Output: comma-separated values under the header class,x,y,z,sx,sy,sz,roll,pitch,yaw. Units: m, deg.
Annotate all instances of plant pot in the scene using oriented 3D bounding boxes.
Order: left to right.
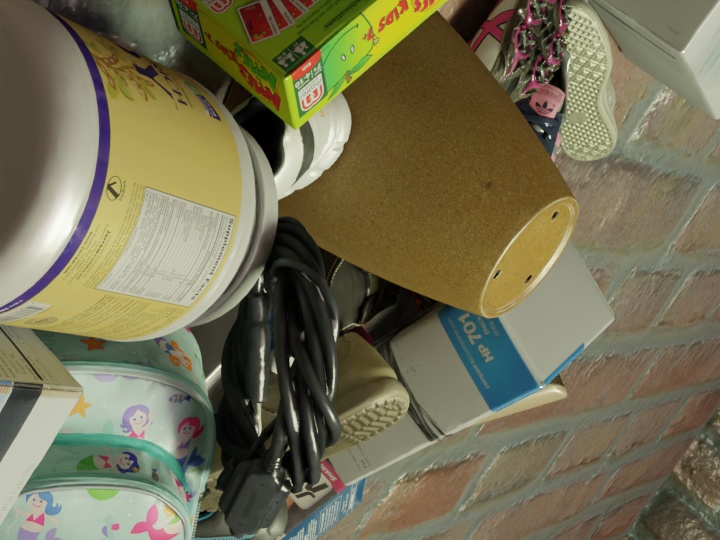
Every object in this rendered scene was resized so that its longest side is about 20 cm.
class,x,y,z,sx,sy,sz,roll,pitch,yaw
plant pot,0.038,-0.065,0.864,0.186,0.200,0.187,-38,154,-23

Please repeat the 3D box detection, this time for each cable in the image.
class,x,y,z,sx,sy,sz,roll,pitch,yaw
cable,-0.045,0.052,0.769,0.050,0.165,0.201,9,142,-12

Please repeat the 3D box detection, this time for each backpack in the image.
class,x,y,z,sx,sy,sz,roll,pitch,yaw
backpack,-0.174,0.119,0.801,0.175,0.151,0.202,6,119,-20

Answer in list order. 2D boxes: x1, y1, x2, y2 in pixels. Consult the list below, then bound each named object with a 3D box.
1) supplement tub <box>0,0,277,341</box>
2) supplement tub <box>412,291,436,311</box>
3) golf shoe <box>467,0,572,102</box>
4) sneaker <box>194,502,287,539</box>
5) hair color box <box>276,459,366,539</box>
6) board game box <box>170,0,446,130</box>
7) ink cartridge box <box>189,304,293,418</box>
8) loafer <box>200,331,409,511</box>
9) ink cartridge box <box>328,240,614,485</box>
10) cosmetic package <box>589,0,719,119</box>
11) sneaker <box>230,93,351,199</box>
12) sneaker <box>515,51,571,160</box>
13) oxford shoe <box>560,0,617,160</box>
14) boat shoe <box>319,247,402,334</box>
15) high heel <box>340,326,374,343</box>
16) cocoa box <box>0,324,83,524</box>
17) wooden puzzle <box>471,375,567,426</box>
class,x,y,z,sx,sy,sz,roll,pitch,yaw
supplement tub,-0.140,-0.042,0.658,0.146,0.145,0.199,-54,155,9
supplement tub,0.100,-0.004,1.144,0.123,0.122,0.201,-45,154,-11
golf shoe,0.092,-0.150,0.999,0.073,0.091,0.202,49,60,-44
sneaker,-0.158,0.198,1.015,0.198,0.074,0.082,-26,136,7
hair color box,-0.097,0.207,1.128,0.199,0.100,0.061,-35,153,-31
board game box,-0.002,-0.181,0.752,0.200,0.101,0.048,-42,155,-17
ink cartridge box,-0.088,0.077,1.002,0.116,0.068,0.201,-44,155,-12
loafer,-0.060,0.107,0.919,0.198,0.069,0.076,-26,149,13
ink cartridge box,0.071,0.066,0.992,0.199,0.087,0.146,-31,180,36
cosmetic package,0.309,-0.266,1.138,0.200,0.123,0.200,-53,156,7
sneaker,-0.093,-0.040,0.796,0.200,0.074,0.080,-49,169,20
sneaker,0.123,-0.102,1.027,0.082,0.069,0.202,-56,-165,44
oxford shoe,0.185,-0.171,1.142,0.201,0.074,0.059,59,31,-56
boat shoe,0.000,0.001,0.970,0.201,0.065,0.073,-50,140,-72
high heel,-0.062,0.115,1.116,0.198,0.097,0.068,-20,163,-32
cocoa box,-0.262,0.094,0.653,0.201,0.133,0.131,-55,154,10
wooden puzzle,0.092,0.110,1.227,0.182,0.038,0.200,-18,-175,5
